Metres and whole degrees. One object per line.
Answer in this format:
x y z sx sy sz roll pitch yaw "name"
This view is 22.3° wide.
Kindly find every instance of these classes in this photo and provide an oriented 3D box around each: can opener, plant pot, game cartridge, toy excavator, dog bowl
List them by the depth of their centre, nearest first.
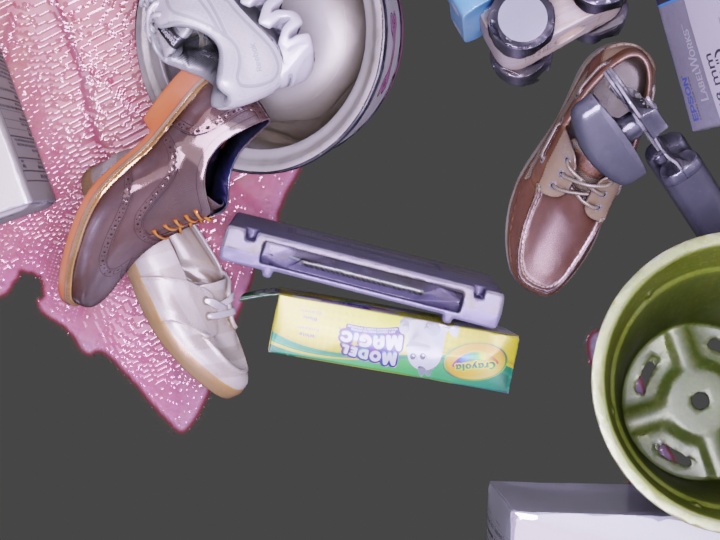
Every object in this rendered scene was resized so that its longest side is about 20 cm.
0.254 0.085 1.289 0.199 0.190 0.201 0 82 2 "plant pot"
-0.058 -0.170 1.305 0.199 0.074 0.201 3 96 26 "dog bowl"
0.000 0.000 1.316 0.199 0.130 0.039 14 91 -2 "game cartridge"
0.215 -0.064 1.317 0.067 0.053 0.200 -34 125 8 "can opener"
0.079 -0.233 1.338 0.194 0.100 0.200 -29 79 0 "toy excavator"

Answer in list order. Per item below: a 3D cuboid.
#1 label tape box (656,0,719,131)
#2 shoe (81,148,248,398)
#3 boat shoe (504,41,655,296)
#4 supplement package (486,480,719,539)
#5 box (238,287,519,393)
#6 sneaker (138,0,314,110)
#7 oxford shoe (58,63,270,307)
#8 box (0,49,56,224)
0.255 -0.175 1.277 0.063 0.200 0.145 -17 92 -20 "label tape box"
-0.134 0.001 1.338 0.053 0.070 0.200 -31 91 21 "shoe"
0.162 -0.077 1.346 0.075 0.072 0.201 20 92 -2 "boat shoe"
0.188 0.263 1.323 0.190 0.147 0.201 2 92 -3 "supplement package"
0.008 0.047 1.325 0.199 0.117 0.049 12 91 -2 "box"
-0.121 -0.189 1.237 0.081 0.075 0.200 -36 71 -24 "sneaker"
-0.139 -0.048 1.267 0.073 0.071 0.200 38 102 15 "oxford shoe"
-0.308 -0.122 1.303 0.109 0.128 0.201 -19 92 -1 "box"
